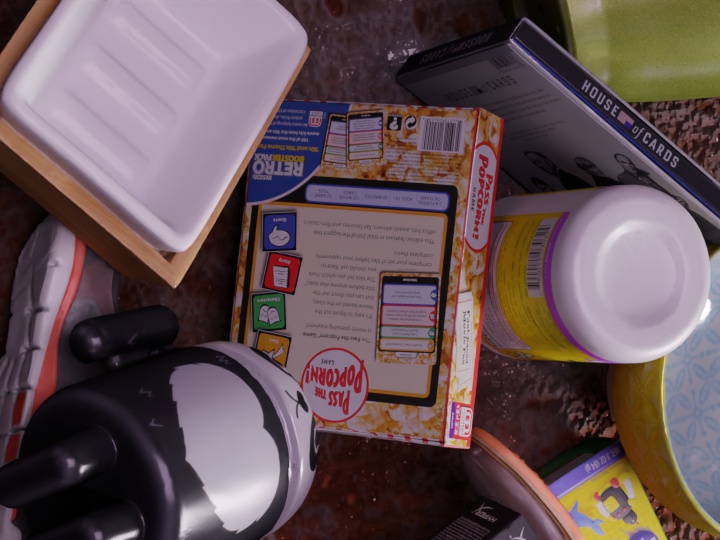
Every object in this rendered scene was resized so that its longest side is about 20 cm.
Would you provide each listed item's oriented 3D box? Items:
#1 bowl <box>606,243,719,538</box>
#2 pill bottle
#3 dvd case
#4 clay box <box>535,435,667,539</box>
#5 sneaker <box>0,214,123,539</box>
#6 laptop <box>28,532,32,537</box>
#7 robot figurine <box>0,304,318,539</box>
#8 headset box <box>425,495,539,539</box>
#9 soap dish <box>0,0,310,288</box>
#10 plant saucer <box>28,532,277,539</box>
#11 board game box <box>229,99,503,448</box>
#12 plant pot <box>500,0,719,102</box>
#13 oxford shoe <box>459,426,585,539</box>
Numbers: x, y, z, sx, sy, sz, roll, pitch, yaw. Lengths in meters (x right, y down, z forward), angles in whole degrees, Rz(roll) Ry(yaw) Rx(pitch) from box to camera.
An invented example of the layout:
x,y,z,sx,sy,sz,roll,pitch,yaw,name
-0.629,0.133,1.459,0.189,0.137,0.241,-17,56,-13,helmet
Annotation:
x,y,z,sx,sy,sz,roll,pitch,yaw,name
0.224,0.076,1.506,0.199,0.107,0.202,1,88,-41,bowl
0.121,0.003,1.421,0.103,0.200,0.105,0,89,-24,pill bottle
0.132,-0.078,1.455,0.200,0.150,0.025,39,70,-19,dvd case
0.159,0.224,1.516,0.114,0.048,0.201,-30,99,-20,clay box
-0.170,0.070,1.361,0.081,0.077,0.202,17,83,-29,sneaker
-0.142,0.270,1.373,0.199,0.116,0.188,32,75,10,laptop
-0.110,0.110,1.307,0.199,0.124,0.151,-17,123,-51,robot figurine
0.045,0.254,1.357,0.199,0.075,0.149,-36,101,-11,headset box
-0.132,-0.107,1.349,0.157,0.081,0.201,41,53,-18,soap dish
-0.133,0.204,1.399,0.199,0.029,0.202,0,89,-23,plant saucer
0.000,0.000,1.401,0.046,0.150,0.202,15,81,-66,board game box
0.194,-0.192,1.477,0.192,0.200,0.202,-17,96,-11,plant pot
0.105,0.192,1.435,0.073,0.071,0.201,-32,101,-12,oxford shoe
